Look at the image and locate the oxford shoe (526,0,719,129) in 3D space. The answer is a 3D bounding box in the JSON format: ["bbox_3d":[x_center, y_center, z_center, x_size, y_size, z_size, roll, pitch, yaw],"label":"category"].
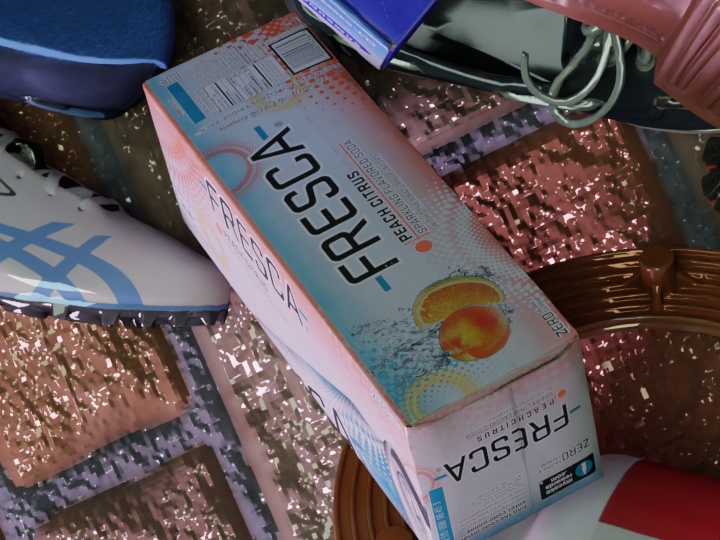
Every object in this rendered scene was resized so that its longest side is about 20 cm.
[{"bbox_3d":[0.081,-0.118,0.794,0.200,0.074,0.071,40,145,-1],"label":"oxford shoe"}]

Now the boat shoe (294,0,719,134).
[{"bbox_3d":[0.074,-0.087,0.873,0.199,0.062,0.076,13,99,20],"label":"boat shoe"}]

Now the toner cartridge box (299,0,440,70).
[{"bbox_3d":[0.036,-0.172,0.836,0.095,0.043,0.200,40,84,0],"label":"toner cartridge box"}]

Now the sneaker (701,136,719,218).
[{"bbox_3d":[0.206,-0.061,0.824,0.199,0.078,0.082,-34,127,11],"label":"sneaker"}]

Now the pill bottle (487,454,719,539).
[{"bbox_3d":[0.114,0.126,0.854,0.199,0.112,0.113,14,101,20],"label":"pill bottle"}]

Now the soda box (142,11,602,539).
[{"bbox_3d":[0.000,0.000,0.850,0.063,0.069,0.200,-26,44,-12],"label":"soda box"}]

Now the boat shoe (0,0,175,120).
[{"bbox_3d":[-0.169,-0.090,0.930,0.199,0.085,0.069,21,147,-5],"label":"boat shoe"}]

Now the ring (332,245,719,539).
[{"bbox_3d":[0.087,0.060,0.828,0.199,0.201,0.019,5,136,21],"label":"ring"}]

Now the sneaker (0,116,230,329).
[{"bbox_3d":[-0.136,-0.029,0.962,0.199,0.072,0.073,21,96,15],"label":"sneaker"}]
